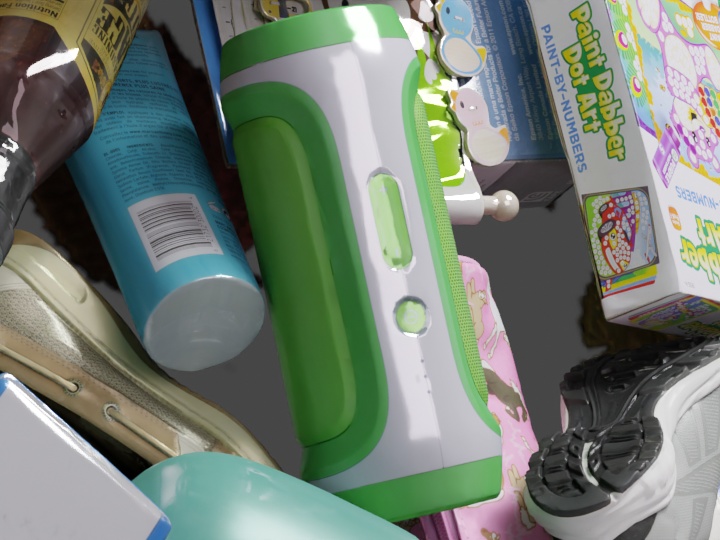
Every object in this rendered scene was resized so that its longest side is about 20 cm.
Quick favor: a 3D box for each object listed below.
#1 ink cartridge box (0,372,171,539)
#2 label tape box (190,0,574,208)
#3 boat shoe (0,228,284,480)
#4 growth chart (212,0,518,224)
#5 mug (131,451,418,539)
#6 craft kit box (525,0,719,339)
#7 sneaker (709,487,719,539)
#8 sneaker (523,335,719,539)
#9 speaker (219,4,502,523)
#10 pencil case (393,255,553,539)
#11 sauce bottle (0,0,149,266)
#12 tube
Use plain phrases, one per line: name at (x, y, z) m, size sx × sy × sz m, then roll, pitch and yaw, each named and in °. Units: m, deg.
ink cartridge box at (-0.173, 0.140, 0.988) m, size 0.084 × 0.200 × 0.146 m, roll 41°, pitch 54°, yaw -12°
label tape box at (0.001, -0.103, 1.285) m, size 0.199 × 0.063 × 0.145 m, roll -3°, pitch 70°, yaw -30°
boat shoe at (-0.095, 0.073, 1.148) m, size 0.201 × 0.073 × 0.063 m, roll 47°, pitch 61°, yaw -2°
growth chart at (-0.007, -0.109, 1.235) m, size 0.144 × 0.018 × 0.201 m, roll -8°, pitch 75°, yaw -33°
mug at (-0.066, 0.159, 1.048) m, size 0.114 × 0.152 × 0.186 m, roll 26°, pitch 76°, yaw -13°
craft kit box at (0.151, -0.065, 1.322) m, size 0.200 × 0.048 × 0.199 m, roll 11°, pitch 64°, yaw -57°
sneaker at (0.202, 0.167, 1.279) m, size 0.111 × 0.077 × 0.201 m, roll -12°, pitch 69°, yaw -25°
sneaker at (0.122, 0.085, 1.221) m, size 0.200 × 0.073 × 0.080 m, roll -50°, pitch 125°, yaw -59°
speaker at (0.000, 0.000, 1.138) m, size 0.088 × 0.088 × 0.202 m, roll -9°, pitch 85°, yaw -34°
pencil case at (0.044, 0.098, 1.211) m, size 0.086 × 0.083 × 0.201 m, roll -10°, pitch 75°, yaw -27°
sauce bottle at (-0.131, -0.082, 1.150) m, size 0.066 × 0.066 × 0.201 m, roll 31°, pitch 51°, yaw -16°
tube at (-0.093, -0.045, 1.182) m, size 0.077 × 0.051 × 0.201 m, roll 10°, pitch 37°, yaw -32°
